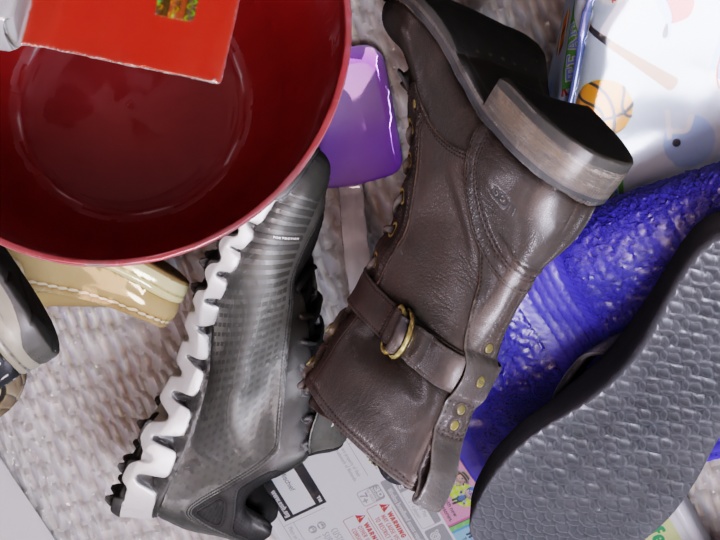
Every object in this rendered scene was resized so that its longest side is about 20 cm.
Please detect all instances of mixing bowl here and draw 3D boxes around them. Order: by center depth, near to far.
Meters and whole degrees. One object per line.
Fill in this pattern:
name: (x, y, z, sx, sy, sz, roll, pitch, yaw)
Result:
mixing bowl: (-0.101, -0.086, 1.199, 0.199, 0.108, 0.201, 0, 76, 2)

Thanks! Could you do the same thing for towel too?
towel: (0.119, 0.036, 1.223, 0.199, 0.050, 0.148, -20, 126, 27)

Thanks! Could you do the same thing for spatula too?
spatula: (0.000, 0.000, 1.283, 0.056, 0.021, 0.201, -8, 97, 11)

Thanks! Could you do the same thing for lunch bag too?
lunch bag: (0.165, -0.094, 1.210, 0.160, 0.076, 0.201, 11, 113, -2)

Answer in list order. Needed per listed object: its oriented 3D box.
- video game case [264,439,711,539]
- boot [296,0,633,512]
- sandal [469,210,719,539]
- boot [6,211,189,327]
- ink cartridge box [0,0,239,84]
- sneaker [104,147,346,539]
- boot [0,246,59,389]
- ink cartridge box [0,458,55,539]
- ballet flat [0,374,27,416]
video game case: (0.052, 0.109, 1.337, 0.182, 0.022, 0.200, -26, 107, 16)
boot: (0.021, -0.016, 1.187, 0.069, 0.200, 0.174, 19, 110, -31)
sandal: (0.120, 0.051, 1.188, 0.076, 0.043, 0.200, 31, 118, -18)
boot: (-0.188, 0.039, 1.271, 0.199, 0.073, 0.156, 15, 87, 3)
ink cartridge box: (-0.122, -0.186, 1.150, 0.173, 0.044, 0.201, 10, 76, 5)
sneaker: (-0.039, 0.039, 1.276, 0.090, 0.066, 0.201, 24, 111, 2)
boot: (-0.242, -0.001, 1.210, 0.154, 0.073, 0.204, -39, 77, 2)
ink cartridge box: (-0.247, 0.179, 1.328, 0.199, 0.147, 0.083, -24, 109, 14)
ballet flat: (-0.255, 0.061, 1.332, 0.199, 0.046, 0.068, -5, 114, 8)
